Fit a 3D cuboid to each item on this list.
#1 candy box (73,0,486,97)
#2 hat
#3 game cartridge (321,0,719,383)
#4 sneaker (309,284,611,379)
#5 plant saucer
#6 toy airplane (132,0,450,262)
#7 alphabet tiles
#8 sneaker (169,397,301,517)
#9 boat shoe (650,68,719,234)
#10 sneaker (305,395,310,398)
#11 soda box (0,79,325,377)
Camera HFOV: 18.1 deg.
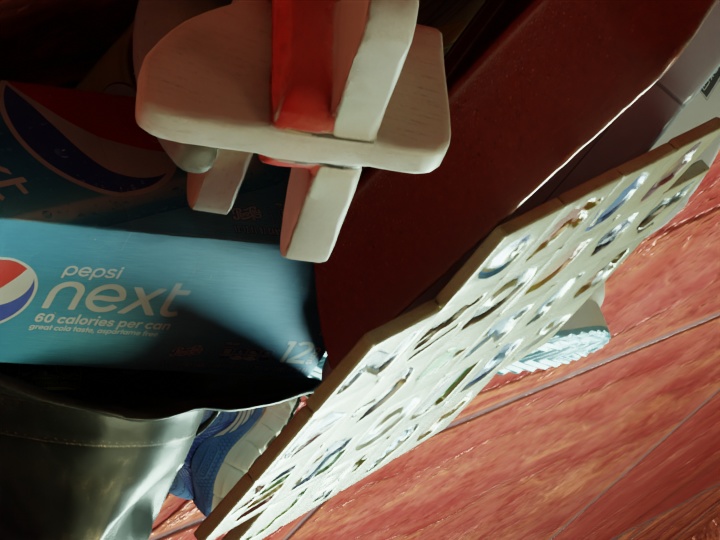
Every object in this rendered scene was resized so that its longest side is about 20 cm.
[{"bbox_3d":[-0.018,-0.088,0.804,0.200,0.055,0.115,-44,162,28],"label":"candy box"},{"bbox_3d":[-0.111,0.064,0.815,0.200,0.200,0.081,4,95,-66],"label":"hat"},{"bbox_3d":[0.060,-0.035,0.794,0.200,0.042,0.133,-49,-179,13],"label":"game cartridge"},{"bbox_3d":[0.000,0.000,0.925,0.199,0.081,0.077,-1,163,-9],"label":"sneaker"},{"bbox_3d":[0.067,-0.083,0.691,0.200,0.037,0.200,-53,-174,-37],"label":"plant saucer"},{"bbox_3d":[-0.021,-0.105,0.596,0.199,0.141,0.200,-60,175,-83],"label":"toy airplane"},{"bbox_3d":[0.034,0.022,0.712,0.200,0.006,0.167,-25,160,-50],"label":"alphabet tiles"},{"bbox_3d":[-0.082,0.071,1.124,0.079,0.089,0.200,-62,-179,-1],"label":"sneaker"},{"bbox_3d":[0.125,-0.081,1.028,0.068,0.072,0.200,-5,-138,53],"label":"boat shoe"},{"bbox_3d":[0.051,0.003,1.175,0.200,0.073,0.085,-43,160,21],"label":"sneaker"},{"bbox_3d":[-0.094,-0.014,0.724,0.200,0.064,0.068,4,136,-35],"label":"soda box"}]
